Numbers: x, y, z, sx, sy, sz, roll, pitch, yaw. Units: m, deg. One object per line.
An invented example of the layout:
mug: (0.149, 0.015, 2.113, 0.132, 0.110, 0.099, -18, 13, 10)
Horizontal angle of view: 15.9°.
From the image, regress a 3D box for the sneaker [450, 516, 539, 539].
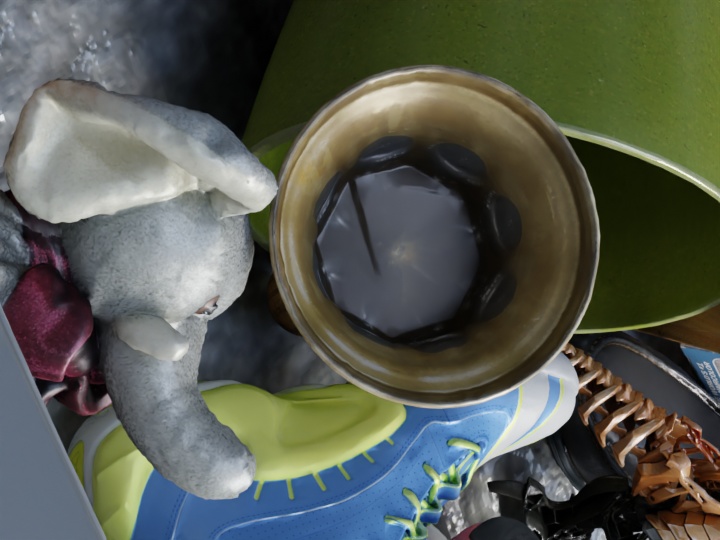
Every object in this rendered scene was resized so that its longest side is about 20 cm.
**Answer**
sneaker: (-0.002, 0.172, 0.918, 0.074, 0.087, 0.200, 39, 72, -44)

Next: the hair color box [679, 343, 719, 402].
hair color box: (0.217, -0.020, 1.162, 0.200, 0.060, 0.100, -64, 146, -22)

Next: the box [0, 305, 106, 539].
box: (-0.179, 0.079, 0.615, 0.131, 0.200, 0.199, 18, 119, -41)

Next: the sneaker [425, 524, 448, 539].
sneaker: (0.011, 0.188, 0.982, 0.112, 0.073, 0.200, -45, 125, -32)

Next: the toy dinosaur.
toy dinosaur: (0.122, 0.112, 1.031, 0.102, 0.135, 0.201, -24, 95, -62)

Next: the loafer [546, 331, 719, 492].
loafer: (0.148, 0.084, 1.114, 0.200, 0.072, 0.073, 40, 68, -41)

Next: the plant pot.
plant pot: (0.059, -0.105, 0.937, 0.187, 0.187, 0.201, 31, 59, -44)

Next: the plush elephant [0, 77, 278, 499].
plush elephant: (-0.096, 0.017, 0.772, 0.165, 0.154, 0.201, 83, 0, -84)

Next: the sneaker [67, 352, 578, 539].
sneaker: (-0.002, 0.087, 0.911, 0.199, 0.076, 0.105, -9, 66, -23)

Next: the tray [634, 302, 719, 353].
tray: (0.140, -0.020, 1.015, 0.037, 0.200, 0.099, 6, 92, -8)

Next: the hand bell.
hand bell: (0.000, 0.000, 0.869, 0.104, 0.200, 0.104, 2, 83, -13)
